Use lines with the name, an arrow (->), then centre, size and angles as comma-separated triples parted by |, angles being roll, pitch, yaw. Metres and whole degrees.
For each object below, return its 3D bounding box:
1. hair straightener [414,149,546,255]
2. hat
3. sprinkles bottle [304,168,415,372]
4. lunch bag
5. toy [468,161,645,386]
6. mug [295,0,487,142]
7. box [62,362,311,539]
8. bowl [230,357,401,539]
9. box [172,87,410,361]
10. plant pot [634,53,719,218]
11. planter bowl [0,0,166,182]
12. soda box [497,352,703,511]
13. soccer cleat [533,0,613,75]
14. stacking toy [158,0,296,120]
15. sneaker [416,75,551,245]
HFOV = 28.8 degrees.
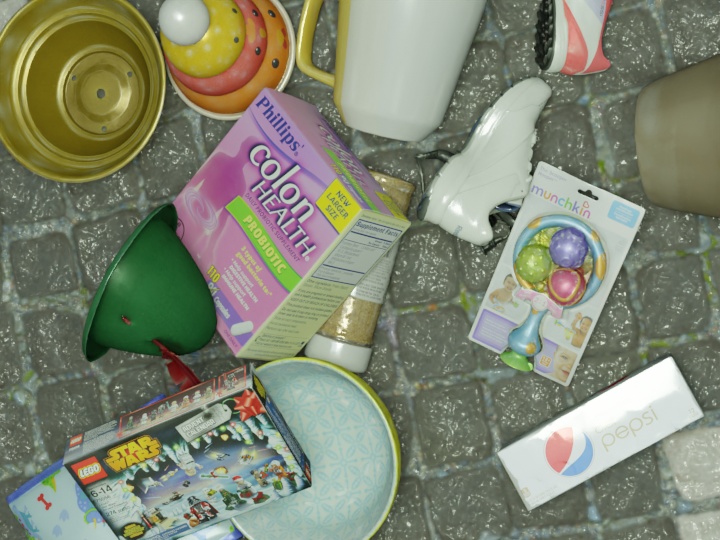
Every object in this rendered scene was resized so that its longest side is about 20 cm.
hair straightener -> 0.133, -0.054, 1.418 | 0.199, 0.041, 0.078 | 33, 96, 4
hat -> -0.148, 0.057, 1.322 | 0.175, 0.200, 0.167 | 30, 70, 5
sprinkles bottle -> 0.000, 0.000, 1.433 | 0.067, 0.068, 0.203 | 16, 93, 10
lunch bag -> -0.235, 0.248, 1.449 | 0.199, 0.127, 0.171 | -35, 84, 19
toy -> 0.187, 0.010, 1.377 | 0.114, 0.047, 0.202 | 25, 114, 12
mug -> 0.032, -0.218, 1.410 | 0.147, 0.186, 0.155 | 7, 102, -24
box -> -0.162, 0.182, 1.327 | 0.198, 0.040, 0.138 | -23, 122, 9
bowl -> -0.043, 0.182, 1.417 | 0.197, 0.108, 0.203 | 1, 95, 17
box -> -0.083, -0.042, 1.393 | 0.200, 0.096, 0.176 | -47, 62, 18
plant pot -> 0.356, -0.125, 1.317 | 0.171, 0.199, 0.203 | -5, 89, 27
planter bowl -> -0.287, -0.191, 1.480 | 0.197, 0.083, 0.204 | 0, 89, 11
soda box -> 0.237, 0.160, 1.389 | 0.198, 0.064, 0.069 | -30, 84, 10
soccer cleat -> 0.219, -0.296, 1.399 | 0.072, 0.068, 0.203 | 5, 87, -13
stacking toy -> -0.153, -0.231, 1.395 | 0.144, 0.200, 0.149 | 0, 91, 11
sneaker -> 0.136, -0.107, 1.386 | 0.087, 0.075, 0.201 | 35, 71, 3
